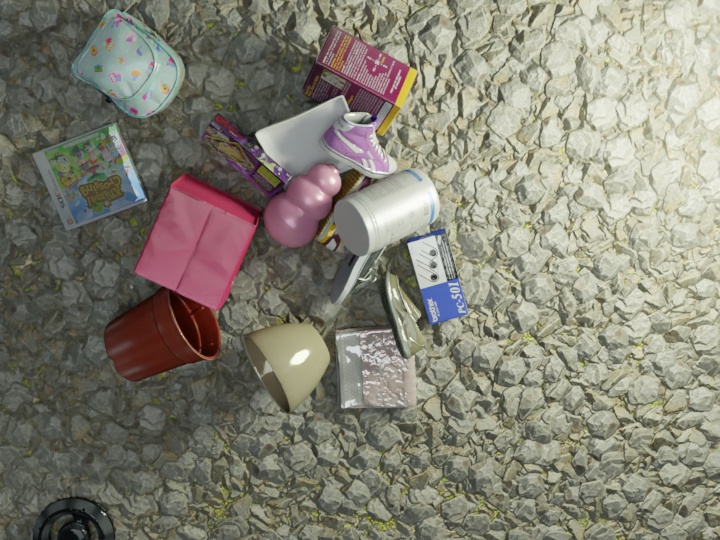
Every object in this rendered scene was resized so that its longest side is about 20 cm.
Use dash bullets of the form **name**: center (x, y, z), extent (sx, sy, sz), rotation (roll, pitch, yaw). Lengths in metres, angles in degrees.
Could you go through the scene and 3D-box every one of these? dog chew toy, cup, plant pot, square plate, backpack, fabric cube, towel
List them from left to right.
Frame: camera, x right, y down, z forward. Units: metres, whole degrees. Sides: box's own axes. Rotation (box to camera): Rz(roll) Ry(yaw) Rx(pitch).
- **backpack**: center (-0.466, -0.413, 1.643), extent (0.199, 0.153, 0.176), rotation (36, 96, -17)
- **plant pot**: center (-0.444, 0.140, 1.772), extent (0.194, 0.201, 0.202), rotation (-24, 104, 13)
- **fabric cube**: center (-0.338, -0.065, 1.712), extent (0.198, 0.196, 0.201), rotation (25, 101, -7)
- **cup**: center (-0.153, 0.199, 1.804), extent (0.142, 0.200, 0.202), rotation (-29, 105, -20)
- **dog chew toy**: center (-0.118, -0.147, 1.731), extent (0.124, 0.125, 0.200), rotation (40, 101, -11)
- **square plate**: center (-0.101, -0.268, 1.708), extent (0.198, 0.029, 0.199), rotation (-22, 141, 4)
- **towel**: center (0.036, 0.229, 1.884), extent (0.189, 0.032, 0.202), rotation (-3, 105, -1)

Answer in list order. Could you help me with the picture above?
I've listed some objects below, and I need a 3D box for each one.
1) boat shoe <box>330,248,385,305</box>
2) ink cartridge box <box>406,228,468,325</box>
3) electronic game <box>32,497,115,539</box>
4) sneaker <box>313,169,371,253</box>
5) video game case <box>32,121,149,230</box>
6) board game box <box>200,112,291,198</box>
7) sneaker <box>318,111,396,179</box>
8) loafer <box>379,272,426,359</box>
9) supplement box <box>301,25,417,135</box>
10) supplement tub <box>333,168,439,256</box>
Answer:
- **boat shoe**: center (-0.001, -0.002, 1.803), extent (0.068, 0.074, 0.201), rotation (19, 108, -26)
- **ink cartridge box**: center (0.176, 0.015, 1.825), extent (0.093, 0.044, 0.202), rotation (-16, 105, 4)
- **electronic game**: center (-0.701, 0.654, 1.964), extent (0.198, 0.042, 0.202), rotation (0, 97, -3)
- **sneaker**: center (-0.020, -0.135, 1.774), extent (0.090, 0.075, 0.201), rotation (30, 102, -26)
- **video game case**: center (-0.589, -0.204, 1.756), extent (0.198, 0.022, 0.184), rotation (-19, 104, 3)
- **board game box**: center (-0.245, -0.242, 1.711), extent (0.200, 0.120, 0.032), rotation (41, 63, -12)
- **sneaker**: center (0.023, -0.264, 1.679), extent (0.199, 0.073, 0.114), rotation (17, 131, -39)
- **loafer**: center (0.098, 0.097, 1.825), extent (0.069, 0.075, 0.202), rotation (-17, 91, -12)
- **supplement box**: center (-0.004, -0.389, 1.658), extent (0.199, 0.131, 0.104), rotation (27, 68, -9)
- **supplement tub**: center (0.057, -0.126, 1.702), extent (0.199, 0.132, 0.133), rotation (-26, 107, -28)
